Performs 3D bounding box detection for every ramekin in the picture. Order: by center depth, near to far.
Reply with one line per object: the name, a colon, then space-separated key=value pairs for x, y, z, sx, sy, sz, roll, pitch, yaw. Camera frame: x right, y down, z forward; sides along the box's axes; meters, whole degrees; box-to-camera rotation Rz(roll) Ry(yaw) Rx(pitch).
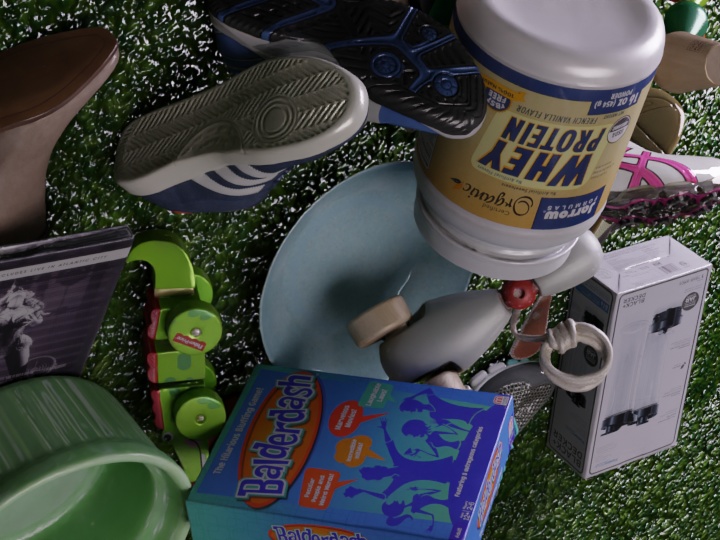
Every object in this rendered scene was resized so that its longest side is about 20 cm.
ramekin: x=-0.225 y=0.168 z=1.188 sx=0.200 sy=0.098 sz=0.200 roll=-25 pitch=143 yaw=-21

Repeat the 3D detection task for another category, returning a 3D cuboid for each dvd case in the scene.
dvd case: x=-0.241 y=0.047 z=1.125 sx=0.148 sy=0.016 sz=0.200 roll=-12 pitch=148 yaw=-32

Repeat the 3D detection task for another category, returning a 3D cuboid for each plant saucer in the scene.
plant saucer: x=0.000 y=0.000 z=1.319 sx=0.201 sy=0.039 sz=0.202 roll=-20 pitch=129 yaw=-27

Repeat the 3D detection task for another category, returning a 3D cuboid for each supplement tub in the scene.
supplement tub: x=0.117 y=-0.106 z=1.198 sx=0.144 sy=0.144 sz=0.200 roll=-15 pitch=139 yaw=-30

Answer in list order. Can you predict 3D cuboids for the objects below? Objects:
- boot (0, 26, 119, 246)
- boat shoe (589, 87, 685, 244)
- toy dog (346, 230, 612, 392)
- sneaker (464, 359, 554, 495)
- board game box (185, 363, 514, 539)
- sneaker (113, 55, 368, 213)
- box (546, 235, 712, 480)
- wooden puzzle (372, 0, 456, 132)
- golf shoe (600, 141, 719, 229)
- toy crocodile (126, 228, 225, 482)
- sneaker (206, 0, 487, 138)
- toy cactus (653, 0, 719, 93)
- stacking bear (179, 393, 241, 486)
boot: x=-0.227 y=-0.052 z=1.096 sx=0.200 sy=0.070 sz=0.146 roll=-31 pitch=139 yaw=-17
boat shoe: x=0.191 y=-0.066 z=1.410 sx=0.201 sy=0.072 sz=0.066 roll=-51 pitch=169 yaw=-18
toy dog: x=0.091 y=0.039 z=1.316 sx=0.199 sy=0.096 sz=0.132 roll=-10 pitch=87 yaw=1
sneaker: x=0.099 y=0.158 z=1.462 sx=0.200 sy=0.091 sz=0.078 roll=-39 pitch=135 yaw=-11
board game box: x=-0.004 y=0.140 z=1.215 sx=0.152 sy=0.199 sz=0.045 roll=-66 pitch=155 yaw=-49
sneaker: x=-0.065 y=-0.081 z=1.128 sx=0.084 sy=0.199 sz=0.075 roll=34 pitch=55 yaw=-46
box: x=0.239 y=0.079 z=1.541 sx=0.116 sy=0.060 sz=0.201 roll=-16 pitch=126 yaw=-30
wooden puzzle: x=0.090 y=-0.209 z=1.213 sx=0.200 sy=0.037 sz=0.185 roll=-44 pitch=150 yaw=-15
golf shoe: x=0.194 y=-0.080 z=1.340 sx=0.199 sy=0.092 sz=0.073 roll=-3 pitch=162 yaw=-7
toy crocodile: x=-0.133 y=0.063 z=1.238 sx=0.062 sy=0.068 sz=0.201 roll=-6 pitch=122 yaw=-10
sneaker: x=-0.007 y=-0.136 z=1.133 sx=0.076 sy=0.200 sz=0.077 roll=-56 pitch=165 yaw=-31
toy cactus: x=0.216 y=-0.168 z=1.299 sx=0.200 sy=0.165 sz=0.103 roll=-32 pitch=113 yaw=-24
stacking bear: x=-0.044 y=0.187 z=1.291 sx=0.122 sy=0.200 sz=0.114 roll=-51 pitch=136 yaw=2
